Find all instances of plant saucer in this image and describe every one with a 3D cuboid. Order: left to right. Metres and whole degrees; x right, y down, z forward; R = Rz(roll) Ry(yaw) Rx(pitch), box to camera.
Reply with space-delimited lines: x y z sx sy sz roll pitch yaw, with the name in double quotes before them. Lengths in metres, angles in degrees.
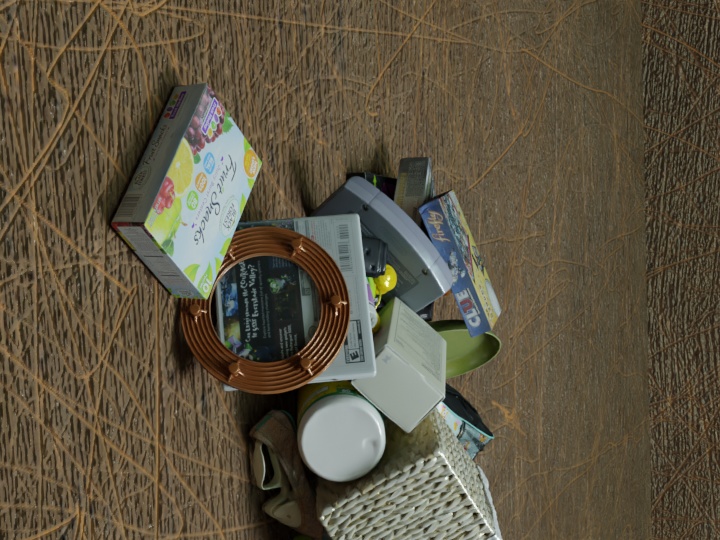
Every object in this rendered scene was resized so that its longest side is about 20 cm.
"plant saucer" 0.117 0.121 1.728 0.200 0.198 0.031 36 38 -57

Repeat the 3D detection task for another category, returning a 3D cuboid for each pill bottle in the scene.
"pill bottle" -0.028 0.183 1.463 0.200 0.111 0.114 -100 -178 -75

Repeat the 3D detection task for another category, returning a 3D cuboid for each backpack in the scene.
"backpack" 0.074 0.215 1.649 0.153 0.176 0.200 -45 137 -4

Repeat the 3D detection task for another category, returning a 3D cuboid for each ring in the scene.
"ring" -0.109 0.042 1.298 0.019 0.198 0.203 102 0 -70

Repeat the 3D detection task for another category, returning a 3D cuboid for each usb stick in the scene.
"usb stick" -0.066 -0.026 1.376 0.033 0.198 0.056 99 -1 -55

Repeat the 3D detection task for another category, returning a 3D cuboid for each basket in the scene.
"basket" 0.057 0.296 1.469 0.162 0.197 0.200 59 7 -14

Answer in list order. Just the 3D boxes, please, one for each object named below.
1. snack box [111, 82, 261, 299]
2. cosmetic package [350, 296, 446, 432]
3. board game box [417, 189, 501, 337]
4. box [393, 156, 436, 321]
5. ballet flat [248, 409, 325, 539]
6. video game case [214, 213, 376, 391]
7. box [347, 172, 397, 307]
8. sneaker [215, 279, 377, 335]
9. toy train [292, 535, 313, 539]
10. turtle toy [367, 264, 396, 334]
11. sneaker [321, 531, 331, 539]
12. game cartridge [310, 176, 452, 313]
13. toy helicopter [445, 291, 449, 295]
"snack box" -0.192 -0.089 1.273 0.143 0.052 0.202 57 42 -48
"cosmetic package" 0.053 0.118 1.460 0.105 0.071 0.200 42 15 -6
"board game box" 0.148 -0.014 1.638 0.202 0.034 0.135 68 16 -3
"box" 0.084 -0.047 1.691 0.201 0.048 0.159 -80 162 -45
"ballet flat" -0.102 0.277 1.453 0.067 0.068 0.202 -31 113 -37
"video game case" -0.081 0.035 1.324 0.023 0.180 0.202 103 -19 -71
"box" 0.027 -0.043 1.707 0.143 0.036 0.203 1 91 -62
"sneaker" -0.086 0.035 1.392 0.073 0.198 0.115 97 -17 -53
"toy train" -0.089 0.388 1.447 0.116 0.084 0.202 -61 141 -49
"turtle toy" -0.047 0.050 1.480 0.101 0.145 0.201 43 48 -24
"sneaker" -0.029 0.436 1.569 0.201 0.073 0.082 67 33 -36
"game cartridge" 0.031 -0.032 1.521 0.200 0.133 0.041 47 57 -6
"toy helicopter" 0.103 0.095 1.809 0.133 0.078 0.201 -80 168 -47
